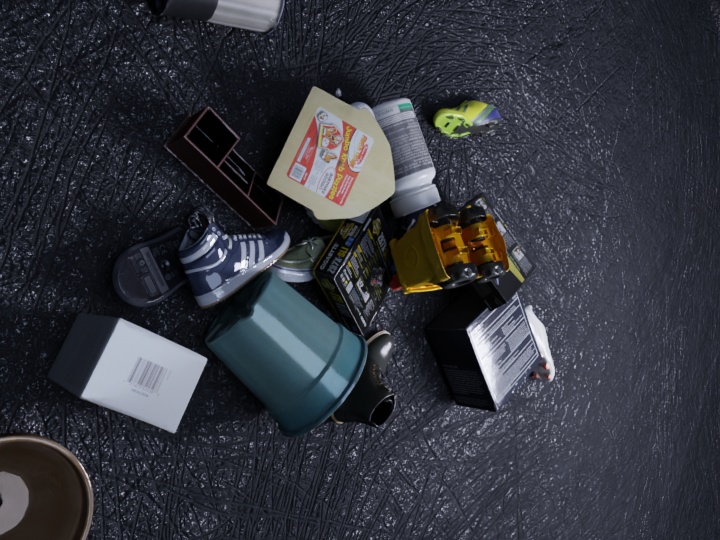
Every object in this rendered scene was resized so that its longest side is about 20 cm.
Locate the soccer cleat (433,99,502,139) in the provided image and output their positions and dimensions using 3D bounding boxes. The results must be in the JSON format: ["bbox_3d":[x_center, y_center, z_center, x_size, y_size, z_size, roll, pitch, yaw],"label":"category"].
[{"bbox_3d":[0.230,-0.342,1.303,0.198,0.065,0.085,-7,64,-34],"label":"soccer cleat"}]

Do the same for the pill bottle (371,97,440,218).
[{"bbox_3d":[0.075,-0.210,1.114,0.112,0.112,0.203,-22,93,-36],"label":"pill bottle"}]

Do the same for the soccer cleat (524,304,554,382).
[{"bbox_3d":[0.434,0.180,1.437,0.077,0.069,0.202,-38,109,-36],"label":"soccer cleat"}]

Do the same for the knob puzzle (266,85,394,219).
[{"bbox_3d":[-0.032,-0.176,0.976,0.216,0.030,0.224,-1,94,-16],"label":"knob puzzle"}]

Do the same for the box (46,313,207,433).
[{"bbox_3d":[-0.307,0.127,0.760,0.124,0.199,0.099,33,70,-32],"label":"box"}]

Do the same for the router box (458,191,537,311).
[{"bbox_3d":[0.258,-0.042,1.200,0.157,0.052,0.201,-36,90,-42],"label":"router box"}]

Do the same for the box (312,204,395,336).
[{"bbox_3d":[0.000,0.000,1.051,0.161,0.049,0.201,-61,151,-24],"label":"box"}]

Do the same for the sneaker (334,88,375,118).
[{"bbox_3d":[-0.021,-0.232,1.079,0.074,0.114,0.202,-18,136,-19],"label":"sneaker"}]

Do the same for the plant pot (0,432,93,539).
[{"bbox_3d":[-0.442,0.296,0.717,0.198,0.092,0.205,2,88,-37],"label":"plant pot"}]

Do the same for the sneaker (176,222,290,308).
[{"bbox_3d":[-0.194,-0.041,0.903,0.200,0.069,0.110,-44,116,-41],"label":"sneaker"}]

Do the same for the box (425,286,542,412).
[{"bbox_3d":[0.270,0.157,1.268,0.199,0.122,0.201,-35,110,-36],"label":"box"}]

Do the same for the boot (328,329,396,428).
[{"bbox_3d":[0.037,0.201,1.072,0.078,0.137,0.201,46,61,-27],"label":"boot"}]

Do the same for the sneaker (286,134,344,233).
[{"bbox_3d":[-0.061,-0.155,1.035,0.078,0.090,0.202,-39,114,-34],"label":"sneaker"}]

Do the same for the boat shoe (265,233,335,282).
[{"bbox_3d":[-0.084,-0.028,1.014,0.199,0.071,0.063,-15,123,-51],"label":"boat shoe"}]

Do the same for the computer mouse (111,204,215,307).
[{"bbox_3d":[-0.289,-0.006,0.879,0.199,0.052,0.141,-31,106,-48],"label":"computer mouse"}]

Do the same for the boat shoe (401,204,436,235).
[{"bbox_3d":[0.109,-0.061,1.187,0.092,0.074,0.202,39,58,-24],"label":"boat shoe"}]

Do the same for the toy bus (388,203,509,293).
[{"bbox_3d":[0.146,-0.019,1.077,0.198,0.191,0.138,-4,70,-41],"label":"toy bus"}]

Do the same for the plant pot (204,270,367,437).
[{"bbox_3d":[-0.124,0.119,0.923,0.196,0.199,0.201,45,63,-20],"label":"plant pot"}]

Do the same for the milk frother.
[{"bbox_3d":[-0.201,-0.472,0.865,0.186,0.199,0.184,-8,90,-38],"label":"milk frother"}]

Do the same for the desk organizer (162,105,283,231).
[{"bbox_3d":[-0.202,-0.157,0.930,0.200,0.076,0.072,45,63,-29],"label":"desk organizer"}]
